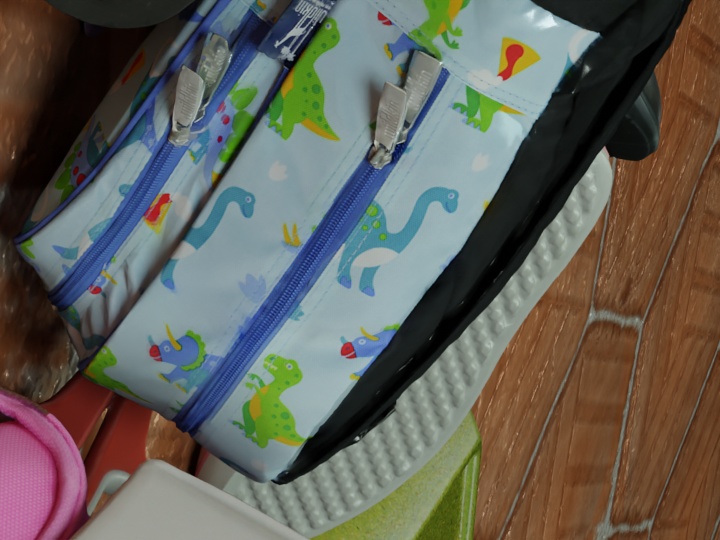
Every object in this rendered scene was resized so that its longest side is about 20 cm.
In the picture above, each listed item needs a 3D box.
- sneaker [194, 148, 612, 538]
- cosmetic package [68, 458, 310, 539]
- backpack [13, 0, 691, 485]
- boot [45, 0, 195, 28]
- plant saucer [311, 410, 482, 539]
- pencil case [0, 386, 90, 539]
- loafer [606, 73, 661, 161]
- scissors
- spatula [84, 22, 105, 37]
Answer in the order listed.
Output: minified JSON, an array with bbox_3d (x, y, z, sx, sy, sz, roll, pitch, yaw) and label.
[{"bbox_3d":[0.000,0.000,0.998,0.075,0.105,0.200,18,119,-41],"label":"sneaker"},{"bbox_3d":[-0.037,0.189,0.621,0.200,0.166,0.168,-46,150,-34],"label":"cosmetic package"},{"bbox_3d":[-0.001,-0.039,0.780,0.163,0.153,0.201,-75,-174,-69],"label":"backpack"},{"bbox_3d":[-0.028,-0.178,0.736,0.158,0.079,0.212,-41,142,-62],"label":"boot"},{"bbox_3d":[0.000,0.154,1.177,0.200,0.048,0.201,-53,153,-51],"label":"plant saucer"},{"bbox_3d":[-0.110,0.112,0.721,0.094,0.091,0.200,-42,150,-28],"label":"pencil case"},{"bbox_3d":[0.097,-0.102,1.226,0.200,0.073,0.073,57,47,-70],"label":"loafer"},{"bbox_3d":[-0.066,0.034,0.847,0.014,0.073,0.200,-39,-171,35],"label":"scissors"},{"bbox_3d":[-0.035,-0.156,0.833,0.057,0.020,0.201,100,10,-63],"label":"spatula"}]
